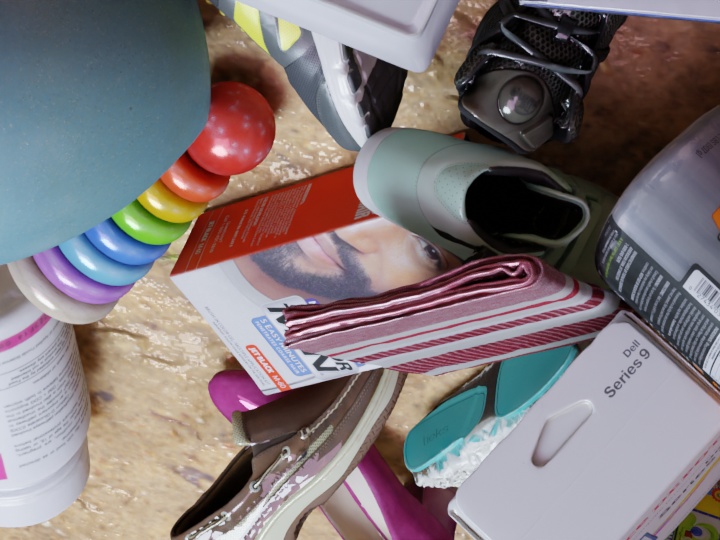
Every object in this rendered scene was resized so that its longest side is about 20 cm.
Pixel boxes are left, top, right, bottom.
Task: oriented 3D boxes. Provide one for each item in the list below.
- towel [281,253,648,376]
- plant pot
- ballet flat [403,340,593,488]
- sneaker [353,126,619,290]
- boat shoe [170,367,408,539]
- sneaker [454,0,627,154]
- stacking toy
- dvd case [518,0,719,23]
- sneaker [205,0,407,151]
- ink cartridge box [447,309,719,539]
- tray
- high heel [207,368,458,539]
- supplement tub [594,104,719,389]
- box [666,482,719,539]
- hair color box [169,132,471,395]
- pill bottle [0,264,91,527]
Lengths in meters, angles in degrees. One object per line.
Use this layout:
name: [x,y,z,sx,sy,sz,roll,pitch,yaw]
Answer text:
towel: [0.062,0.025,1.154,0.144,0.023,0.200,-13,168,22]
plant pot: [-0.157,-0.111,1.170,0.135,0.200,0.200,-10,139,-16]
ballet flat: [0.101,0.085,1.343,0.072,0.072,0.200,34,143,-14]
sneaker: [0.104,-0.017,1.161,0.200,0.074,0.118,18,-177,-32]
boat shoe: [-0.048,0.111,1.362,0.075,0.075,0.202,32,100,-16]
sneaker: [0.107,-0.131,1.080,0.076,0.114,0.199,27,135,-10]
stacking toy: [-0.126,-0.049,1.286,0.085,0.085,0.200,39,129,-18]
dvd case: [0.177,-0.189,1.000,0.200,0.025,0.151,7,101,14]
sneaker: [-0.040,-0.151,1.157,0.084,0.075,0.200,-4,123,33]
ink cartridge box: [0.139,0.113,1.215,0.087,0.145,0.200,42,-179,17]
tray: [-0.029,-0.176,1.076,0.200,0.022,0.108,19,107,-23]
high heel: [-0.023,0.144,1.423,0.200,0.096,0.067,36,136,-16]
supplement tub: [0.227,0.019,1.097,0.200,0.122,0.123,44,141,19]
box: [0.176,0.233,1.417,0.192,0.122,0.200,19,138,2]
hair color box: [0.000,0.000,1.292,0.200,0.064,0.111,-17,125,32]
pill bottle: [-0.238,0.070,1.418,0.113,0.113,0.200,8,136,14]
